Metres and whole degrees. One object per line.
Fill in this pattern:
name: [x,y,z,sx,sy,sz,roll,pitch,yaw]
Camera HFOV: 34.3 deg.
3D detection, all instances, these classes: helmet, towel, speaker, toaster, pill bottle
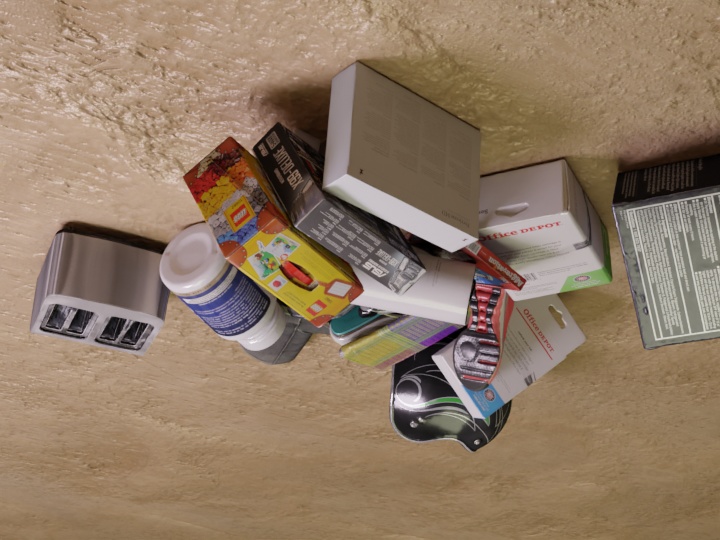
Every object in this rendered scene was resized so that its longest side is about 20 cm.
helmet: [0.146,0.185,1.852,0.190,0.201,0.200,3,151,6]
towel: [0.074,0.089,1.717,0.199,0.023,0.144,-30,155,17]
speaker: [0.046,0.013,1.482,0.199,0.082,0.081,10,152,7]
toaster: [-0.372,0.031,1.700,0.180,0.119,0.200,13,149,-20]
pill bottle: [-0.189,0.031,1.670,0.111,0.112,0.200,-12,141,25]

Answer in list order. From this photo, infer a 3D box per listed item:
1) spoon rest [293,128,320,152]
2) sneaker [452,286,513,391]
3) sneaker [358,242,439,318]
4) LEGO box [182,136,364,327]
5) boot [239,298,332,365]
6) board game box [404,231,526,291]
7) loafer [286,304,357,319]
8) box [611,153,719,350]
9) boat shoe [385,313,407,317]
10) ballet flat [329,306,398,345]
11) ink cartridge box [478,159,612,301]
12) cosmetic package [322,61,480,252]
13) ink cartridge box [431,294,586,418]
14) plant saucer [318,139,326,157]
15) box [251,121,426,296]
spoon rest: [-0.127,-0.108,1.486,0.099,0.061,0.200,23,145,-31]
sneaker: [0.190,0.075,1.673,0.073,0.201,0.087,15,-167,32]
sneaker: [0.000,0.000,1.557,0.199,0.116,0.075,21,177,13]
LEGO box: [-0.100,-0.042,1.370,0.077,0.149,0.200,-39,141,9]
boot: [-0.086,0.102,1.851,0.181,0.073,0.200,22,141,-6]
board game box: [0.133,-0.014,1.548,0.103,0.019,0.200,38,170,-18]
loafer: [-0.022,0.018,1.704,0.199,0.073,0.072,-17,138,14]
box: [0.427,-0.028,1.425,0.197,0.123,0.201,-9,111,21]
boat shoe: [-0.011,0.002,1.620,0.200,0.061,0.072,25,116,-6]
ballet flat: [0.051,0.060,1.729,0.199,0.070,0.069,-26,146,7]
ink cartridge box: [0.233,-0.049,1.534,0.145,0.084,0.200,-11,148,23]
cosmetic package: [0.052,-0.127,1.341,0.199,0.152,0.052,24,145,-33]
ink cartridge box: [0.222,0.117,1.744,0.200,0.116,0.067,-34,179,-11]
plant saucer: [0.028,-0.113,1.494,0.199,0.032,0.200,3,150,2]
box: [-0.024,-0.071,1.379,0.050,0.158,0.200,-44,135,13]
